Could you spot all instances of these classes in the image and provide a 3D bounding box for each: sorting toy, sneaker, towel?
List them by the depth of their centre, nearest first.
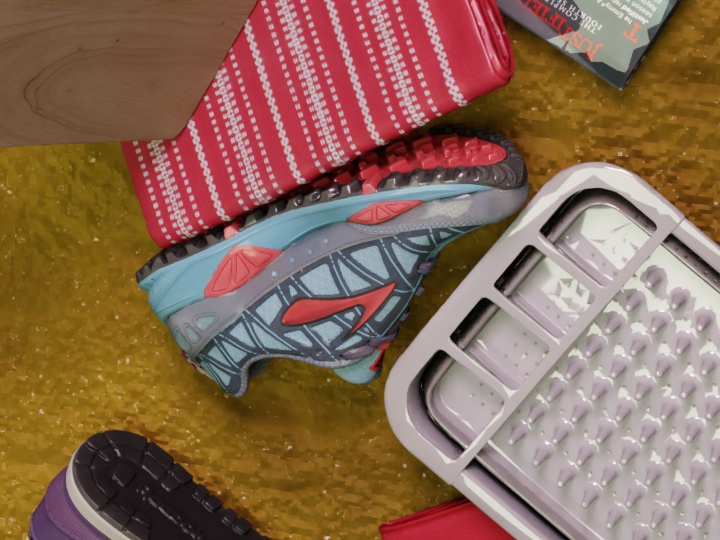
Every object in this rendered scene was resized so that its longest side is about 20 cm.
[{"bbox_3d":[-0.104,-0.152,1.207,0.070,0.200,0.199,39,110,21],"label":"sorting toy"},{"bbox_3d":[-0.032,-0.110,1.296,0.200,0.022,0.145,-25,77,30],"label":"towel"},{"bbox_3d":[0.000,0.000,1.332,0.200,0.079,0.096,-20,104,32],"label":"sneaker"},{"bbox_3d":[-0.074,0.169,1.415,0.200,0.076,0.088,44,129,6],"label":"sneaker"}]

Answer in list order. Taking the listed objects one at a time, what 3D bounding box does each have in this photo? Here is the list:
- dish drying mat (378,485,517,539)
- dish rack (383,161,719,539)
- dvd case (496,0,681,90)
[{"bbox_3d":[0.081,0.199,1.391,0.077,0.018,0.200,-22,100,24],"label":"dish drying mat"},{"bbox_3d":[0.129,0.061,1.319,0.200,0.044,0.172,41,113,3],"label":"dish rack"},{"bbox_3d":[0.105,-0.197,1.259,0.146,0.022,0.200,34,113,6],"label":"dvd case"}]
